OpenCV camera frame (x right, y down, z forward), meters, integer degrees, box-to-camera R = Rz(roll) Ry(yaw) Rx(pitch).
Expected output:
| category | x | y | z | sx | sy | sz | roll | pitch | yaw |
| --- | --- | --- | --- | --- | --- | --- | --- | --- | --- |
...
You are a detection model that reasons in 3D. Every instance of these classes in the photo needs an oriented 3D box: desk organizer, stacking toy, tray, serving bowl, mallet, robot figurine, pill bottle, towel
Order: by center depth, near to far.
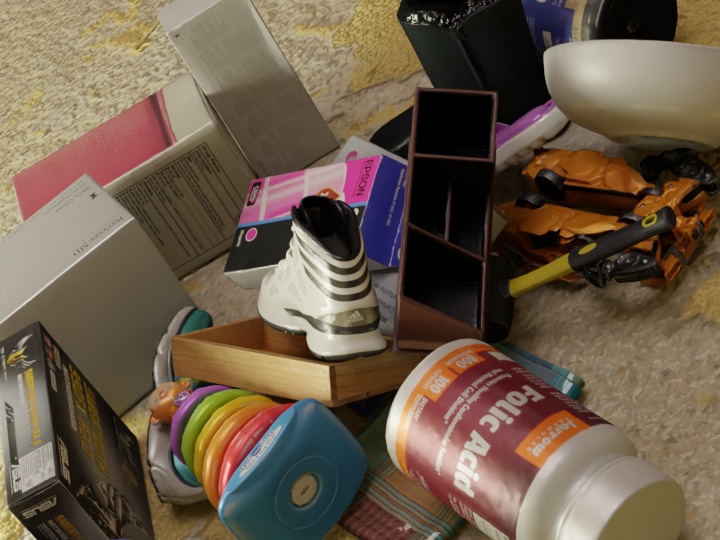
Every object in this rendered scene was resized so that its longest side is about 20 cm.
| category | x | y | z | sx | sy | sz | roll | pitch | yaw |
| --- | --- | --- | --- | --- | --- | --- | --- | --- | --- |
| pill bottle | 0.121 | 0.139 | 1.423 | 0.114 | 0.114 | 0.200 | -44 | 48 | -15 |
| mallet | 0.156 | -0.012 | 1.556 | 0.200 | 0.041 | 0.066 | -32 | 42 | 32 |
| desk organizer | 0.067 | -0.039 | 1.559 | 0.071 | 0.077 | 0.200 | 4 | 57 | 2 |
| towel | 0.063 | 0.131 | 1.562 | 0.200 | 0.022 | 0.147 | -45 | 38 | -15 |
| stacking toy | -0.102 | 0.129 | 1.572 | 0.116 | 0.110 | 0.200 | -51 | 44 | -11 |
| tray | -0.051 | 0.070 | 1.610 | 0.098 | 0.037 | 0.200 | -13 | 14 | -40 |
| serving bowl | 0.243 | -0.133 | 1.621 | 0.200 | 0.200 | 0.066 | 3 | 86 | 37 |
| robot figurine | 0.196 | -0.042 | 1.630 | 0.200 | 0.058 | 0.145 | 14 | 57 | 45 |
| pill bottle | 0.175 | -0.233 | 1.814 | 0.200 | 0.112 | 0.112 | 21 | 61 | 46 |

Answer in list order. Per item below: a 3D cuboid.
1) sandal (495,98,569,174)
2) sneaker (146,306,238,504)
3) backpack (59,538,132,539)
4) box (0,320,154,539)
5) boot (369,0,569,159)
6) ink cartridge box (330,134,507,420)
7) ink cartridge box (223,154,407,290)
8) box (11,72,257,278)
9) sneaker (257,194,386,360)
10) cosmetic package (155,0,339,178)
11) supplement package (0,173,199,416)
| category | x | y | z | sx | sy | sz | roll | pitch | yaw |
| --- | --- | --- | --- | --- | --- | --- | --- | --- | --- |
| sandal | 0.094 | -0.102 | 1.739 | 0.202 | 0.050 | 0.082 | -32 | 10 | 25 |
| sneaker | -0.131 | 0.114 | 1.694 | 0.079 | 0.078 | 0.200 | -6 | 46 | 3 |
| backpack | -0.204 | 0.289 | 1.469 | 0.190 | 0.154 | 0.200 | -23 | 44 | 25 |
| box | -0.226 | 0.159 | 1.621 | 0.048 | 0.159 | 0.200 | -29 | 37 | 8 |
| boot | 0.067 | -0.171 | 1.773 | 0.200 | 0.168 | 0.077 | -15 | 39 | 22 |
| ink cartridge box | 0.000 | 0.000 | 1.694 | 0.200 | 0.043 | 0.196 | -55 | 40 | -5 |
| ink cartridge box | -0.024 | -0.041 | 1.690 | 0.200 | 0.037 | 0.095 | -7 | 56 | 40 |
| box | -0.201 | -0.067 | 1.879 | 0.200 | 0.128 | 0.109 | -30 | 36 | 1 |
| sneaker | -0.030 | -0.007 | 1.584 | 0.075 | 0.116 | 0.200 | -7 | 13 | -19 |
| cosmetic package | -0.103 | -0.175 | 1.870 | 0.082 | 0.200 | 0.051 | -32 | 38 | -1 |
| supplement package | -0.257 | 0.047 | 1.769 | 0.200 | 0.156 | 0.111 | -40 | 38 | -11 |
